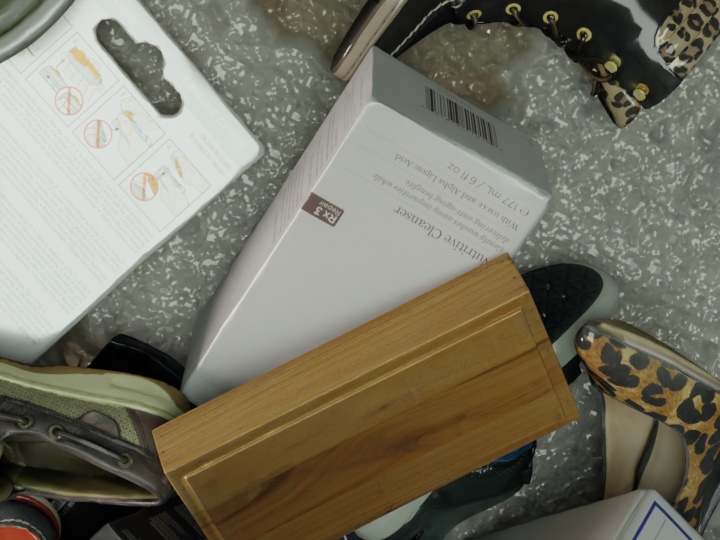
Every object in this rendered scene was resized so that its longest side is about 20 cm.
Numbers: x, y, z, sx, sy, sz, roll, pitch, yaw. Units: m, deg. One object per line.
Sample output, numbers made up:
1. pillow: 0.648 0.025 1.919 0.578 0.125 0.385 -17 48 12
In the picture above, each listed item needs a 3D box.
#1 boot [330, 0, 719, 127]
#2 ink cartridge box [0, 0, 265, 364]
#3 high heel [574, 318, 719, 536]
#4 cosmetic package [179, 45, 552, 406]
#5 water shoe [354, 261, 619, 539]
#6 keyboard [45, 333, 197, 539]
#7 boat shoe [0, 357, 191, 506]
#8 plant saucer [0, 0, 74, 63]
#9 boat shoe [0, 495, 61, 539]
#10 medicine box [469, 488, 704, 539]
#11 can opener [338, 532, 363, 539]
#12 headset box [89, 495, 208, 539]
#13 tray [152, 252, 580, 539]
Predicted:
1. boot: 0.096 -0.136 1.002 0.151 0.073 0.200 44 88 -11
2. ink cartridge box: -0.176 -0.059 1.005 0.200 0.050 0.162 -42 100 -2
3. high heel: 0.140 0.111 1.009 0.143 0.071 0.200 -56 138 1
4. cosmetic package: 0.000 0.000 0.983 0.112 0.081 0.201 27 113 -12
5. water shoe: 0.073 0.079 1.049 0.200 0.072 0.079 -43 128 2
6. keyboard: -0.174 0.110 1.040 0.104 0.040 0.200 39 103 -17
7. boat shoe: -0.188 0.086 0.963 0.198 0.065 0.074 1 141 4
8. plant saucer: -0.213 -0.185 0.954 0.198 0.050 0.202 -2 78 10
9. boat shoe: -0.244 0.192 1.014 0.199 0.063 0.071 -34 109 11
10. medicine box: 0.144 0.233 1.002 0.200 0.182 0.103 46 56 -11
11. can opener: 0.006 0.223 1.062 0.063 0.079 0.202 -13 92 5
12. headset box: -0.139 0.213 0.981 0.174 0.200 0.093 -44 84 2
13. tray: 0.006 0.078 0.951 0.198 0.037 0.099 -26 130 1
